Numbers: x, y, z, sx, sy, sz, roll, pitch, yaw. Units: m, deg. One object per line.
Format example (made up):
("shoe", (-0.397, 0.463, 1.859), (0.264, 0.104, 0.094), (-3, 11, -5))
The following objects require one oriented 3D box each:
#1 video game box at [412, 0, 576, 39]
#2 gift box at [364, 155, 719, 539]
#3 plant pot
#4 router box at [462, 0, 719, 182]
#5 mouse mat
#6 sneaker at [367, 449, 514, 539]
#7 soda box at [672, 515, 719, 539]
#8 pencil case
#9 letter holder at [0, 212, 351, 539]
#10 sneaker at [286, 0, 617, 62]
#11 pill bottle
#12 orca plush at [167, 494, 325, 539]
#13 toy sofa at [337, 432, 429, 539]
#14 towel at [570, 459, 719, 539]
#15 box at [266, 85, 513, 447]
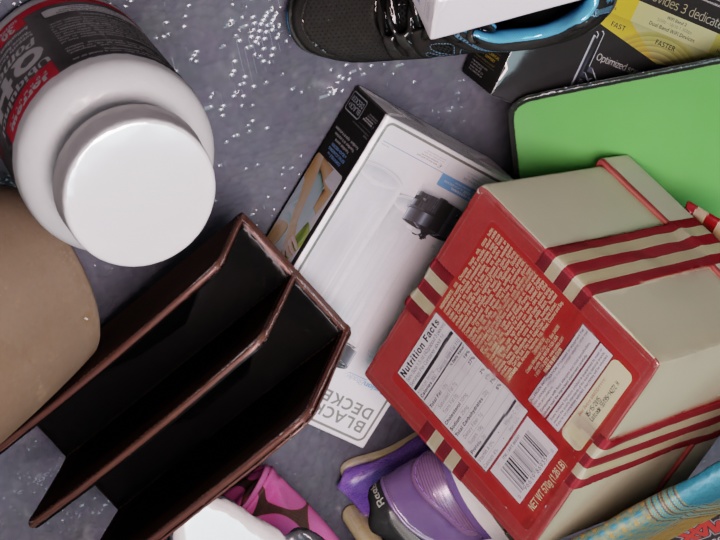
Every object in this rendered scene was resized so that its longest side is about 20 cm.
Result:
("video game box", (0.099, -0.237, 1.207), (0.199, 0.183, 0.047), (-16, 156, -14))
("gift box", (0.147, 0.061, 1.293), (0.186, 0.200, 0.185), (-13, 146, -49))
("plant pot", (-0.250, 0.036, 1.202), (0.174, 0.200, 0.201), (-31, 122, -27))
("router box", (0.186, -0.159, 1.342), (0.199, 0.052, 0.158), (18, 105, -27))
("mouse mat", (0.179, -0.051, 1.366), (0.160, 0.008, 0.200), (-11, 135, -2))
("sneaker", (0.072, 0.197, 1.364), (0.087, 0.076, 0.200), (-26, 115, 11))
("soda box", (0.193, 0.226, 1.507), (0.199, 0.071, 0.064), (-16, 119, -14))
("pencil case", (-0.030, 0.226, 1.375), (0.094, 0.091, 0.200), (-44, 96, -21))
("letter holder", (-0.119, 0.084, 1.236), (0.200, 0.142, 0.101), (-39, 102, 21))
("sneaker", (0.051, -0.161, 1.244), (0.199, 0.082, 0.074), (-7, 103, 9))
("pill bottle", (-0.144, -0.076, 1.166), (0.110, 0.200, 0.111), (-8, 114, -18))
("orca plush", (-0.050, 0.206, 1.302), (0.200, 0.071, 0.105), (36, 90, -18))
("toy sofa", (0.090, 0.144, 1.424), (0.199, 0.083, 0.098), (-29, 121, -7))
("towel", (0.185, 0.145, 1.273), (0.200, 0.022, 0.147), (-30, 163, 17))
("box", (0.000, 0.000, 1.337), (0.116, 0.060, 0.200), (28, 101, -28))
